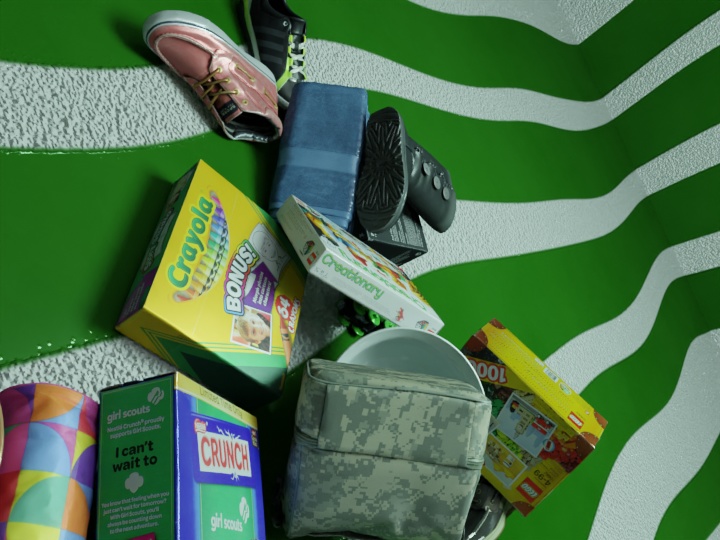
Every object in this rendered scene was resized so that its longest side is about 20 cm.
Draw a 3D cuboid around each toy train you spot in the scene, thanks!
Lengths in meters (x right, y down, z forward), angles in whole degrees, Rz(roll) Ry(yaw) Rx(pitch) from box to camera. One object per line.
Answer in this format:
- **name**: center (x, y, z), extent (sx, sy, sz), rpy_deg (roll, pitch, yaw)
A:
- **toy train**: center (0.039, 0.080, 0.993), extent (0.199, 0.041, 0.057), rpy_deg (36, 33, -34)

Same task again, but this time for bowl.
- **bowl**: center (0.040, 0.168, 0.856), extent (0.197, 0.090, 0.206), rpy_deg (1, 85, -10)

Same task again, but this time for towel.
- **towel**: center (-0.051, -0.139, 0.940), extent (0.109, 0.049, 0.204), rpy_deg (9, 73, -1)

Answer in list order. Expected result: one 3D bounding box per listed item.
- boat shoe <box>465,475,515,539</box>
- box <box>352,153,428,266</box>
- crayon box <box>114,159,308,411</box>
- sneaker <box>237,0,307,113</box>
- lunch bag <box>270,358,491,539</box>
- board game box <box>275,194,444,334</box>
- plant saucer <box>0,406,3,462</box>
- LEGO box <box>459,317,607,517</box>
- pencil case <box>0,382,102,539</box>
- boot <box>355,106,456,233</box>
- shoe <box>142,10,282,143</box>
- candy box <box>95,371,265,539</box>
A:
- **boat shoe**: center (0.157, 0.314, 0.978), extent (0.067, 0.072, 0.200), rpy_deg (56, 33, 7)
- **box**: center (0.006, -0.113, 1.038), extent (0.140, 0.078, 0.204), rpy_deg (11, 60, -52)
- **crayon box**: center (-0.141, 0.014, 0.774), extent (0.172, 0.058, 0.203), rpy_deg (40, 40, -31)
- **sneaker**: center (-0.106, -0.310, 1.011), extent (0.071, 0.082, 0.203), rpy_deg (-17, 83, -55)
- **lunch bag**: center (0.018, 0.187, 0.734), extent (0.196, 0.139, 0.171), rpy_deg (9, 88, -6)
- **board game box**: center (0.000, 0.000, 0.851), extent (0.199, 0.035, 0.127), rpy_deg (32, 15, -37)
- **plant saucer**: center (-0.328, 0.109, 0.452), extent (0.197, 0.032, 0.203), rpy_deg (19, 52, -26)
- **LEGO box**: center (0.194, 0.190, 0.970), extent (0.200, 0.150, 0.077), rpy_deg (43, 31, 15)
- **pencil case**: center (-0.236, 0.183, 0.517), extent (0.088, 0.088, 0.203), rpy_deg (32, 44, -37)
- **boot**: center (0.068, -0.096, 0.986), extent (0.200, 0.064, 0.168), rpy_deg (39, 56, -59)
- **shoe**: center (-0.168, -0.225, 0.882), extent (0.199, 0.071, 0.092), rpy_deg (22, 46, -50)
- **candy box**: center (-0.136, 0.204, 0.589), extent (0.169, 0.076, 0.204), rpy_deg (55, 23, -64)
